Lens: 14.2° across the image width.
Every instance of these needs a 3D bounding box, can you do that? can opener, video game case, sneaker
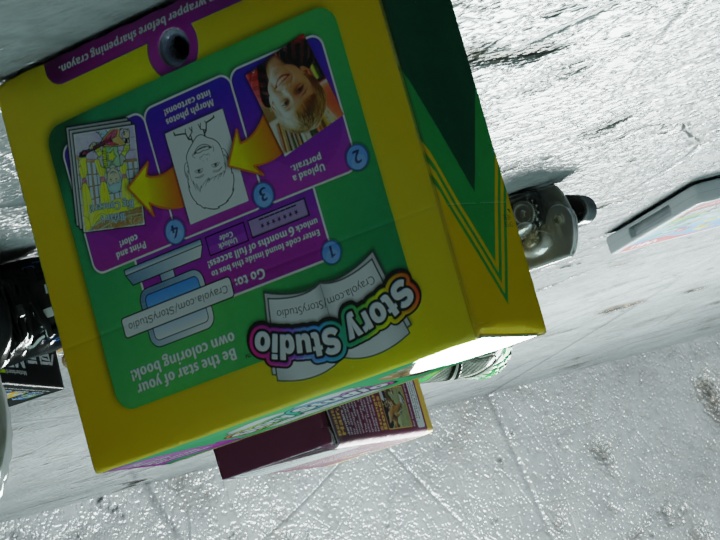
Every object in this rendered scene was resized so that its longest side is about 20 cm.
[{"bbox_3d":[0.078,-0.011,2.078,0.200,0.053,0.067,-19,172,32],"label":"can opener"},{"bbox_3d":[0.300,-0.056,2.376,0.143,0.017,0.200,-15,173,-18],"label":"video game case"},{"bbox_3d":[-0.201,0.019,1.637,0.112,0.073,0.200,-17,-178,-22],"label":"sneaker"},{"bbox_3d":[0.055,0.071,2.566,0.085,0.078,0.200,-8,170,-45],"label":"sneaker"}]

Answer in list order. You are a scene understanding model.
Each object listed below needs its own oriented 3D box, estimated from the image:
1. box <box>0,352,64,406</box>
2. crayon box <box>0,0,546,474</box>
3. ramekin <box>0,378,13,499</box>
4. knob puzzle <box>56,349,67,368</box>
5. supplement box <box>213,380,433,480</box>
[{"bbox_3d":[-0.305,0.073,1.833,0.160,0.044,0.200,-19,169,21],"label":"box"},{"bbox_3d":[-0.041,-0.027,1.182,0.200,0.173,0.058,-21,172,33],"label":"crayon box"},{"bbox_3d":[-0.273,0.087,1.484,0.200,0.200,0.105,-11,163,-38],"label":"ramekin"},{"bbox_3d":[-0.169,0.037,1.975,0.219,0.031,0.220,-16,172,-2],"label":"knob puzzle"},{"bbox_3d":[-0.039,0.084,2.230,0.103,0.131,0.200,-19,172,22],"label":"supplement box"}]
